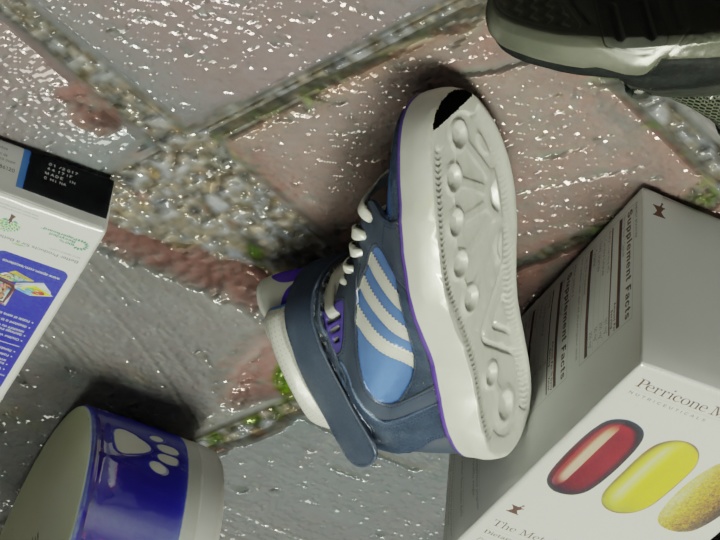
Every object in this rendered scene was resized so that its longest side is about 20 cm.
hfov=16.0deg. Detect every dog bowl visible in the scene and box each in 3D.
[{"bbox_3d":[-0.150,0.178,1.397,0.079,0.200,0.200,22,139,-15],"label":"dog bowl"}]

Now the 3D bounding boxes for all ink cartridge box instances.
[{"bbox_3d":[-0.206,0.006,1.317,0.099,0.039,0.200,20,139,-17],"label":"ink cartridge box"}]

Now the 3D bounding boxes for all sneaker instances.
[{"bbox_3d":[0.153,-0.084,1.121,0.199,0.076,0.114,0,136,-1],"label":"sneaker"},{"bbox_3d":[0.000,0.000,1.249,0.146,0.081,0.200,9,124,32],"label":"sneaker"}]

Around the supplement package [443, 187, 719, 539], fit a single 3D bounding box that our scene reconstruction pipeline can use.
[{"bbox_3d":[0.137,0.070,1.293,0.114,0.110,0.200,19,140,-17],"label":"supplement package"}]
